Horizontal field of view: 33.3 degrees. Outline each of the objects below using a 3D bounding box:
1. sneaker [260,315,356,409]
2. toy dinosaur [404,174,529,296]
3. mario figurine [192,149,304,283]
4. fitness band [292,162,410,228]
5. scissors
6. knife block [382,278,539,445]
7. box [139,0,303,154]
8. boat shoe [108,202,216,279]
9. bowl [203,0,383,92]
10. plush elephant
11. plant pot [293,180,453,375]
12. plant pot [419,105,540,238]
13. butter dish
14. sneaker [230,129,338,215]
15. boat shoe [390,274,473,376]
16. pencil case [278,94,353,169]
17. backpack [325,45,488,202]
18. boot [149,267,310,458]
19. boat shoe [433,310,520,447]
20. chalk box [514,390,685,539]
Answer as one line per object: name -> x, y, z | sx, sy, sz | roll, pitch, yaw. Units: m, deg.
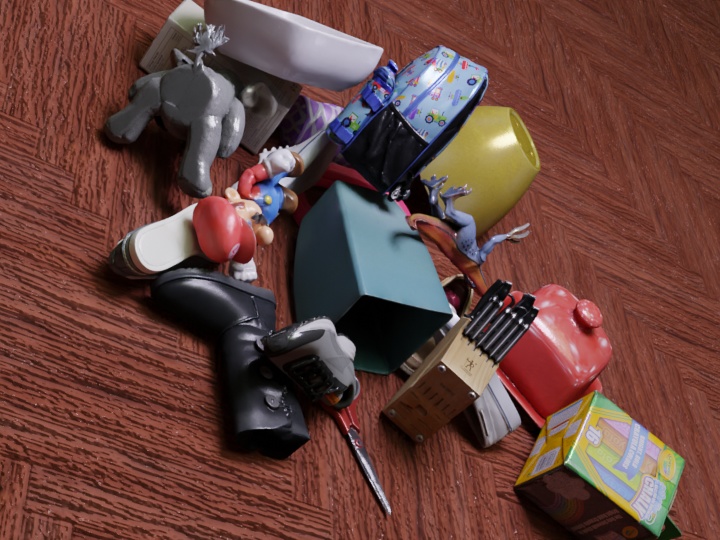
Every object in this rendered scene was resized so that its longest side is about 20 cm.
sneaker -> -0.048, 0.105, 1.345 | 0.200, 0.073, 0.080 | 37, 35, -64
toy dinosaur -> 0.118, -0.030, 1.555 | 0.199, 0.184, 0.104 | -32, 33, -33
mario figurine -> -0.113, -0.063, 1.406 | 0.125, 0.105, 0.200 | 65, 32, -18
fitness band -> -0.011, -0.076, 1.663 | 0.198, 0.037, 0.145 | 16, 47, -32
scissors -> -0.014, 0.194, 1.412 | 0.073, 0.014, 0.202 | 15, 46, -36
knife block -> 0.129, 0.100, 1.462 | 0.064, 0.200, 0.176 | 41, 44, -1
box -> -0.188, -0.262, 1.628 | 0.199, 0.095, 0.078 | 38, 35, -9
boat shoe -> -0.211, -0.031, 1.396 | 0.199, 0.061, 0.074 | -20, 90, -57
bowl -> -0.091, -0.290, 1.552 | 0.199, 0.076, 0.199 | 26, 14, 32
plush elephant -> -0.198, -0.203, 1.516 | 0.163, 0.202, 0.155 | 27, 4, 16
plant pot -> 0.000, 0.000, 1.500 | 0.140, 0.141, 0.202 | 14, 47, -34
plant pot -> 0.182, -0.162, 1.781 | 0.200, 0.141, 0.201 | 50, 25, -34
butter dish -> 0.275, 0.096, 1.666 | 0.200, 0.148, 0.199 | 49, 37, 9
sneaker -> -0.099, -0.138, 1.581 | 0.070, 0.074, 0.200 | 32, 45, 14
boat shoe -> 0.099, 0.064, 1.596 | 0.074, 0.069, 0.200 | 40, 36, -4
pencil case -> -0.020, -0.186, 1.724 | 0.198, 0.085, 0.085 | 19, 7, -32
backpack -> 0.065, -0.206, 1.532 | 0.134, 0.200, 0.183 | 42, 12, -6
boot -> -0.147, 0.103, 1.337 | 0.163, 0.066, 0.202 | 11, 51, -34
boat shoe -> 0.130, 0.134, 1.521 | 0.065, 0.073, 0.201 | -35, 99, -14
chalk box -> 0.322, 0.273, 1.533 | 0.199, 0.124, 0.124 | 38, 55, -8
